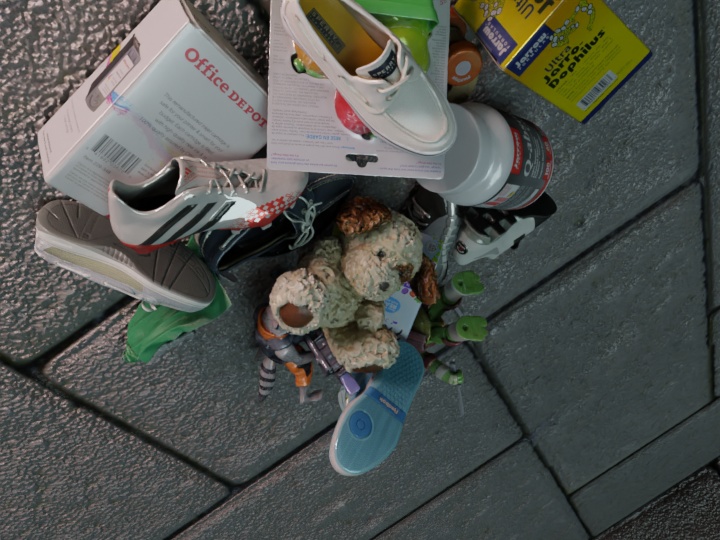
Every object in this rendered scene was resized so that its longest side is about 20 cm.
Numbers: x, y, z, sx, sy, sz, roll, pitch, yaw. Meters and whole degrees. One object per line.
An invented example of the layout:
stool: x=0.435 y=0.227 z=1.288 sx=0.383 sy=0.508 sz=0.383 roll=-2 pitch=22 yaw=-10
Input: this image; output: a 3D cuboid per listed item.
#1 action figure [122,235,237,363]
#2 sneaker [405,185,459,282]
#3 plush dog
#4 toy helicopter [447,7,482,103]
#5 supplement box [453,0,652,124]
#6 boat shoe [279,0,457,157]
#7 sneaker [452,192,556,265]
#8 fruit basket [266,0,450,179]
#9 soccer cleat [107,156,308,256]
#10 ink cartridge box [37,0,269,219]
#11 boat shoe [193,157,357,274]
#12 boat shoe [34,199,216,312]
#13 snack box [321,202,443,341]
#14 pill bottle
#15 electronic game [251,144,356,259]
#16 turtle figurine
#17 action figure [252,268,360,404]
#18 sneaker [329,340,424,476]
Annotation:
action figure: x=-0.232 y=0.051 z=0.819 sx=0.199 sy=0.120 sz=0.054 roll=-40 pitch=150 yaw=23
sneaker: x=0.066 y=-0.045 z=0.908 sx=0.113 sy=0.076 sz=0.203 roll=-15 pitch=136 yaw=-14
plush dog: x=0.000 y=0.000 z=0.789 sx=0.170 sy=0.162 sz=0.199 roll=-35 pitch=131 yaw=17
toy helicopter: x=0.038 y=-0.207 z=0.755 sx=0.195 sy=0.080 sz=0.134 roll=-10 pitch=144 yaw=-6
supplement box: x=0.214 y=-0.261 z=0.731 sx=0.197 sy=0.110 sz=0.110 roll=9 pitch=133 yaw=-48
boat shoe: x=0.015 y=-0.172 z=0.576 sx=0.200 sy=0.070 sz=0.071 roll=43 pitch=90 yaw=-18
sneaker: x=0.200 y=-0.065 z=0.955 sx=0.197 sy=0.075 sz=0.089 roll=-21 pitch=151 yaw=-35
fruit basket: x=0.000 y=-0.196 z=0.651 sx=0.180 sy=0.094 sz=0.206 roll=0 pitch=99 yaw=-14
soccer cleat: x=-0.142 y=-0.076 z=0.637 sx=0.195 sy=0.070 sz=0.086 roll=-18 pitch=147 yaw=-13
ink cartridge box: x=-0.191 y=-0.141 z=0.656 sx=0.199 sy=0.086 sz=0.147 roll=-42 pitch=139 yaw=9
boat shoe: x=-0.084 y=-0.061 z=0.729 sx=0.197 sy=0.062 sz=0.076 roll=-25 pitch=148 yaw=-18
boat shoe: x=-0.255 y=-0.006 z=0.729 sx=0.198 sy=0.075 sz=0.065 roll=23 pitch=132 yaw=-15
snack box: x=0.014 y=0.026 z=0.900 sx=0.139 sy=0.053 sz=0.203 roll=22 pitch=129 yaw=4
pill bottle: x=0.145 y=-0.134 z=0.795 sx=0.198 sy=0.116 sz=0.117 roll=-4 pitch=136 yaw=-54
electronic game: x=-0.090 y=-0.090 z=0.786 sx=0.197 sy=0.042 sz=0.202 roll=-25 pitch=147 yaw=-18
turtle figurine: x=0.143 y=0.089 z=1.010 sx=0.145 sy=0.198 sz=0.194 roll=-56 pitch=-175 yaw=-30
action figure: x=-0.090 y=0.113 z=0.871 sx=0.103 sy=0.201 sz=0.196 roll=-28 pitch=148 yaw=-21
sneaker: x=0.001 y=0.192 z=0.875 sx=0.130 sy=0.080 sz=0.201 roll=-38 pitch=-171 yaw=50
